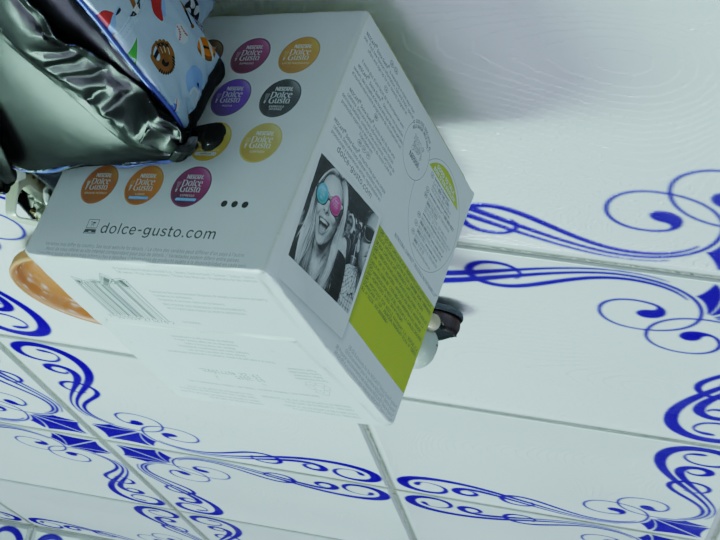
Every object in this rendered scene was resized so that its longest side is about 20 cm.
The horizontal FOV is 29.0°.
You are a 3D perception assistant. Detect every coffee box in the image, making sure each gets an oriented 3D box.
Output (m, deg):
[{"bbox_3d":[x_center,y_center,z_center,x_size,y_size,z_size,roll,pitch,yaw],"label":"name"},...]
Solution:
[{"bbox_3d":[-0.066,-0.036,0.954,0.197,0.200,0.200,4,150,32],"label":"coffee box"}]

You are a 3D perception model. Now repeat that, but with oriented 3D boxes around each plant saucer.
[{"bbox_3d":[-0.275,0.013,1.491,0.197,0.038,0.201,11,160,4],"label":"plant saucer"}]

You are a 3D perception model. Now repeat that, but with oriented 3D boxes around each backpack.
[{"bbox_3d":[-0.191,-0.158,0.849,0.198,0.156,0.191,-7,145,28],"label":"backpack"}]

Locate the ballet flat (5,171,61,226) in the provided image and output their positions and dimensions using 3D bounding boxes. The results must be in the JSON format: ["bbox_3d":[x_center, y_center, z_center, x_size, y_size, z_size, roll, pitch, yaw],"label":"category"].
[{"bbox_3d":[-0.303,-0.085,1.217,0.072,0.074,0.200,2,156,25],"label":"ballet flat"}]

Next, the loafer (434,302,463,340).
[{"bbox_3d":[0.016,0.071,1.436,0.198,0.064,0.072,-3,154,35],"label":"loafer"}]

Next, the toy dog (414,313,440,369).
[{"bbox_3d":[0.000,0.000,1.235,0.199,0.133,0.096,25,118,-40],"label":"toy dog"}]
